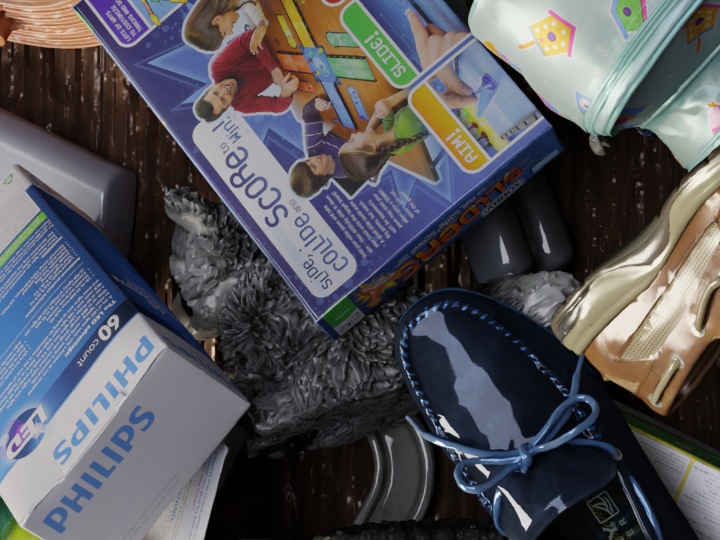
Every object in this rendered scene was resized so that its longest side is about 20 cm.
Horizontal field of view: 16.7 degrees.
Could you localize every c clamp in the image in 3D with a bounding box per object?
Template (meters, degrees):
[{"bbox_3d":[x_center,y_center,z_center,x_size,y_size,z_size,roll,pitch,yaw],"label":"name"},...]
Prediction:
[{"bbox_3d":[-0.059,0.123,1.206,0.171,0.027,0.201,38,104,21],"label":"c clamp"}]

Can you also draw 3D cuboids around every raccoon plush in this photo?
[{"bbox_3d":[0.000,0.000,1.137,0.199,0.097,0.135,-20,73,10],"label":"raccoon plush"}]

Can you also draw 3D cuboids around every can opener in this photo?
[{"bbox_3d":[0.036,-0.082,1.164,0.067,0.053,0.201,-33,74,50],"label":"can opener"}]

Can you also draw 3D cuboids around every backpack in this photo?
[{"bbox_3d":[0.139,-0.130,1.027,0.153,0.200,0.176,46,105,15],"label":"backpack"}]

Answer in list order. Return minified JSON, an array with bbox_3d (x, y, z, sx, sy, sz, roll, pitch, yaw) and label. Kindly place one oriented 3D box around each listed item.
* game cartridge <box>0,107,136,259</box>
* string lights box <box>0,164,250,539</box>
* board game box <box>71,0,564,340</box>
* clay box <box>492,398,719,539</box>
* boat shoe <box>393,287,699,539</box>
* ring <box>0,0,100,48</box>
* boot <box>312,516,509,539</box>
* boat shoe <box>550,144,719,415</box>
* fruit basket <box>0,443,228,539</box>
[{"bbox_3d":[-0.194,0.023,1.267,0.133,0.040,0.201,24,99,19],"label":"game cartridge"},{"bbox_3d":[-0.140,0.041,1.128,0.103,0.059,0.200,-50,38,3],"label":"string lights box"},{"bbox_3d":[-0.022,-0.087,1.102,0.135,0.034,0.200,-39,68,2],"label":"board game box"},{"bbox_3d":[0.103,0.166,1.119,0.114,0.048,0.201,26,100,22],"label":"clay box"},{"bbox_3d":[0.091,0.088,1.036,0.200,0.069,0.084,44,104,-2],"label":"boat shoe"},{"bbox_3d":[-0.191,-0.169,1.192,0.199,0.201,0.019,6,59,24],"label":"ring"},{"bbox_3d":[-0.005,0.189,1.034,0.079,0.211,0.159,6,98,36],"label":"boot"},{"bbox_3d":[0.153,-0.008,0.961,0.074,0.076,0.200,48,143,7],"label":"boat shoe"},{"bbox_3d":[-0.129,0.173,1.137,0.199,0.093,0.186,-7,63,52],"label":"fruit basket"}]
